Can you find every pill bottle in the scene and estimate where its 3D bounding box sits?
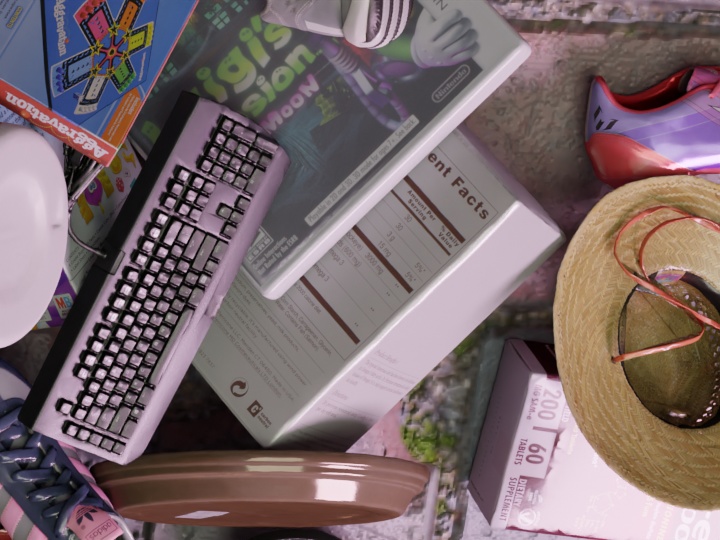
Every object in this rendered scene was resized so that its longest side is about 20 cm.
[{"bbox_3d":[-0.260,-0.029,1.229,0.200,0.114,0.114,9,114,23],"label":"pill bottle"}]

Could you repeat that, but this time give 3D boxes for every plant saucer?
[{"bbox_3d":[-0.059,0.129,1.409,0.200,0.200,0.030,3,79,-14],"label":"plant saucer"}]

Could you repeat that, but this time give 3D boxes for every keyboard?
[{"bbox_3d":[-0.125,-0.002,1.284,0.127,0.021,0.200,25,92,-30],"label":"keyboard"}]

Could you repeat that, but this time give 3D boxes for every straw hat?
[{"bbox_3d":[0.184,0.050,1.440,0.201,0.085,0.202,5,74,-20],"label":"straw hat"}]

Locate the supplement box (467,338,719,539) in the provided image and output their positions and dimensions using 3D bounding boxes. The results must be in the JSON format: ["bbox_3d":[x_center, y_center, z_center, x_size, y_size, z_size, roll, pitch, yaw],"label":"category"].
[{"bbox_3d":[0.179,0.115,1.525,0.200,0.061,0.109,8,108,-17],"label":"supplement box"}]

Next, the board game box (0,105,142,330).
[{"bbox_3d":[-0.206,-0.076,1.315,0.103,0.105,0.200,-8,119,29],"label":"board game box"}]

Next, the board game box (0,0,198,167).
[{"bbox_3d":[-0.139,-0.149,1.271,0.103,0.200,0.019,30,137,-8],"label":"board game box"}]

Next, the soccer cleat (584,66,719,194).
[{"bbox_3d":[0.232,-0.094,1.453,0.199,0.067,0.077,-10,109,-6],"label":"soccer cleat"}]

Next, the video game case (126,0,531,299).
[{"bbox_3d":[-0.036,-0.116,1.340,0.200,0.023,0.182,-44,71,7],"label":"video game case"}]

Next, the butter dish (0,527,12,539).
[{"bbox_3d":[-0.278,0.255,1.405,0.199,0.148,0.200,0,138,-10],"label":"butter dish"}]

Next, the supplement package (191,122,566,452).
[{"bbox_3d":[0.000,0.000,1.383,0.200,0.117,0.117,-44,70,6],"label":"supplement package"}]

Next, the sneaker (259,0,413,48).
[{"bbox_3d":[-0.028,-0.223,1.292,0.115,0.075,0.201,9,98,25],"label":"sneaker"}]

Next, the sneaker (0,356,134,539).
[{"bbox_3d":[-0.169,0.126,1.349,0.070,0.082,0.200,-40,109,-29],"label":"sneaker"}]

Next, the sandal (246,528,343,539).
[{"bbox_3d":[-0.003,0.226,1.519,0.075,0.048,0.200,-43,123,13],"label":"sandal"}]
